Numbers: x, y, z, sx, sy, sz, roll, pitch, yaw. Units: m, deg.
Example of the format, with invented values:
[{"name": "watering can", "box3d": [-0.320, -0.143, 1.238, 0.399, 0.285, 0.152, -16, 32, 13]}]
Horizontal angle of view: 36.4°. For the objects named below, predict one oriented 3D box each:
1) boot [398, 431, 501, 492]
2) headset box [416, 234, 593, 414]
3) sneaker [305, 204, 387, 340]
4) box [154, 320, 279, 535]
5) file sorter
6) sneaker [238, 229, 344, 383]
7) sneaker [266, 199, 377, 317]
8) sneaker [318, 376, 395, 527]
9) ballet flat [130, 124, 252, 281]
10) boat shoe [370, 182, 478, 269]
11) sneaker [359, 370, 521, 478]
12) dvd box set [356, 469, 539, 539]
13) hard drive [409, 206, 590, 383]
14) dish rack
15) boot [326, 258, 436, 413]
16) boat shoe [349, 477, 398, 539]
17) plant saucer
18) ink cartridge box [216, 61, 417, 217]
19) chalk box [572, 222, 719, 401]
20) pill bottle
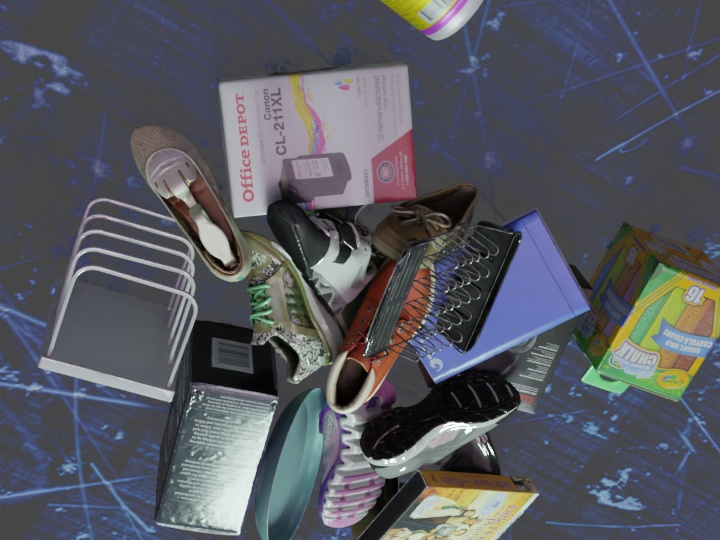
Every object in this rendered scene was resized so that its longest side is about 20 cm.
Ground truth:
[{"name": "boot", "box3d": [0.110, 0.263, 1.398, 0.131, 0.070, 0.201, -16, 129, -1]}, {"name": "headset box", "box3d": [0.168, 0.076, 1.329, 0.148, 0.077, 0.201, 16, 111, -16]}, {"name": "sneaker", "box3d": [0.000, 0.000, 1.269, 0.090, 0.067, 0.201, -18, 114, 6]}, {"name": "box", "box3d": [-0.171, 0.184, 1.289, 0.104, 0.148, 0.201, 11, 115, -13]}, {"name": "file sorter", "box3d": [-0.250, 0.023, 1.170, 0.138, 0.200, 0.125, 17, 110, -16]}, {"name": "sneaker", "box3d": [-0.098, 0.044, 1.242, 0.089, 0.077, 0.200, -44, 105, -34]}, {"name": "sneaker", "box3d": [-0.035, -0.032, 1.156, 0.088, 0.074, 0.200, -39, 151, -5]}, {"name": "sneaker", "box3d": [-0.018, 0.210, 1.330, 0.080, 0.088, 0.201, 3, 103, -38]}, {"name": "ballet flat", "box3d": [-0.178, -0.076, 1.177, 0.067, 0.062, 0.200, -36, 97, 1]}, {"name": "boat shoe", "box3d": [0.073, -0.055, 1.195, 0.073, 0.200, 0.063, 36, 116, 10]}, {"name": "sneaker", "box3d": [0.095, 0.183, 1.291, 0.199, 0.074, 0.079, -23, 141, -6]}, {"name": "dvd box set", "box3d": [0.109, 0.308, 1.361, 0.199, 0.029, 0.146, 13, 125, -39]}, {"name": "hard drive", "box3d": [0.141, 0.031, 1.245, 0.199, 0.025, 0.132, -28, 104, 15]}, {"name": "dish rack", "box3d": [0.082, 0.026, 1.140, 0.054, 0.200, 0.154, 30, 113, 25]}, {"name": "boot", "box3d": [0.022, 0.068, 1.198, 0.075, 0.107, 0.201, 27, 98, 6]}, {"name": "boat shoe", "box3d": [0.012, 0.267, 1.405, 0.071, 0.066, 0.202, -7, 98, 16]}, {"name": "plant saucer", "box3d": [-0.085, 0.236, 1.313, 0.027, 0.200, 0.201, 13, 116, 13]}, {"name": "ink cartridge box", "box3d": [-0.048, -0.140, 1.170, 0.199, 0.083, 0.146, -7, 103, -6]}, {"name": "chalk box", "box3d": [0.341, 0.068, 1.326, 0.124, 0.124, 0.201, 18, 111, -16]}, {"name": "pill bottle", "box3d": [0.032, -0.328, 1.096, 0.200, 0.104, 0.104, 34, 107, -22]}]
